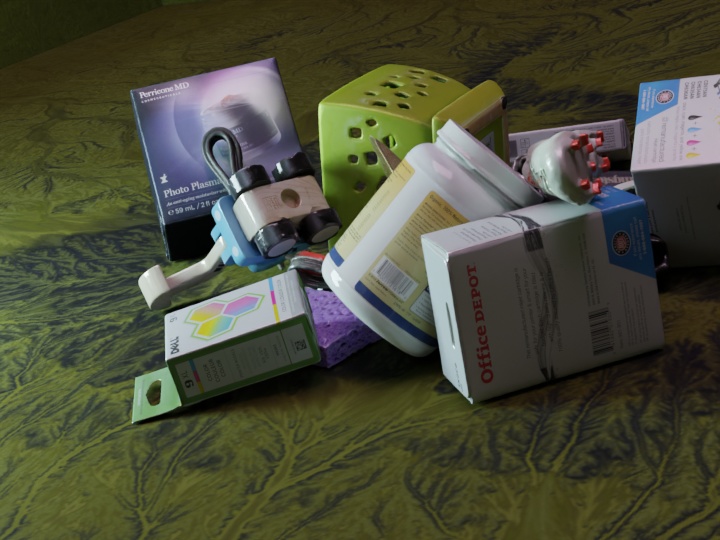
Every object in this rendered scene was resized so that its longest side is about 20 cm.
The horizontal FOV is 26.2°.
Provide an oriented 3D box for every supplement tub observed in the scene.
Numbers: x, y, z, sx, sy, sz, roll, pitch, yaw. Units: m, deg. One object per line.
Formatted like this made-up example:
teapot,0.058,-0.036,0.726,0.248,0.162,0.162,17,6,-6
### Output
supplement tub,0.072,-0.033,1.519,0.201,0.144,0.145,-50,17,8

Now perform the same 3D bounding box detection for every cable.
cable,-0.139,-0.083,1.893,0.097,0.050,0.200,-43,64,-1
cable,0.000,0.000,1.701,0.198,0.097,0.051,-3,64,36

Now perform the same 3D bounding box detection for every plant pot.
plant pot,0.075,-0.129,1.862,0.180,0.202,0.199,6,23,27

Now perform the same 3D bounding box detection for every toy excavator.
toy excavator,-0.143,-0.029,1.795,0.193,0.101,0.200,-17,-21,-36

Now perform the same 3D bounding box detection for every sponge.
sponge,-0.062,0.056,1.650,0.199,0.030,0.111,10,29,45

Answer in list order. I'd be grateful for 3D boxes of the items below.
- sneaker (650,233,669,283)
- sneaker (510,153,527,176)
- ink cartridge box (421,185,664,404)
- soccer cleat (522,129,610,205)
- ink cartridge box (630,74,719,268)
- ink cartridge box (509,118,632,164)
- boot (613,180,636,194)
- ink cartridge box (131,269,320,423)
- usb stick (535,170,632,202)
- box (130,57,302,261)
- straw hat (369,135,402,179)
sneaker,0.225,0.004,1.555,0.198,0.078,0.111,-16,8,-33
sneaker,0.218,-0.109,1.893,0.074,0.082,0.200,-7,17,17
ink cartridge box,0.168,0.019,1.434,0.198,0.147,0.084,-15,17,-13
soccer cleat,0.184,-0.094,1.437,0.077,0.070,0.200,-13,5,16
ink cartridge box,0.395,-0.107,1.609,0.198,0.146,0.148,-4,43,20
ink cartridge box,0.261,-0.156,2.062,0.197,0.044,0.173,-6,-7,14
boot,0.235,-0.056,1.745,0.198,0.073,0.144,-24,20,-25
ink cartridge box,-0.143,0.075,1.546,0.198,0.060,0.104,-19,25,1
usb stick,0.301,-0.092,1.793,0.197,0.033,0.056,0,55,-3
box,-0.179,-0.145,1.998,0.198,0.200,0.124,-14,-22,-8
straw hat,0.088,-0.083,1.688,0.084,0.202,0.201,-28,19,0
